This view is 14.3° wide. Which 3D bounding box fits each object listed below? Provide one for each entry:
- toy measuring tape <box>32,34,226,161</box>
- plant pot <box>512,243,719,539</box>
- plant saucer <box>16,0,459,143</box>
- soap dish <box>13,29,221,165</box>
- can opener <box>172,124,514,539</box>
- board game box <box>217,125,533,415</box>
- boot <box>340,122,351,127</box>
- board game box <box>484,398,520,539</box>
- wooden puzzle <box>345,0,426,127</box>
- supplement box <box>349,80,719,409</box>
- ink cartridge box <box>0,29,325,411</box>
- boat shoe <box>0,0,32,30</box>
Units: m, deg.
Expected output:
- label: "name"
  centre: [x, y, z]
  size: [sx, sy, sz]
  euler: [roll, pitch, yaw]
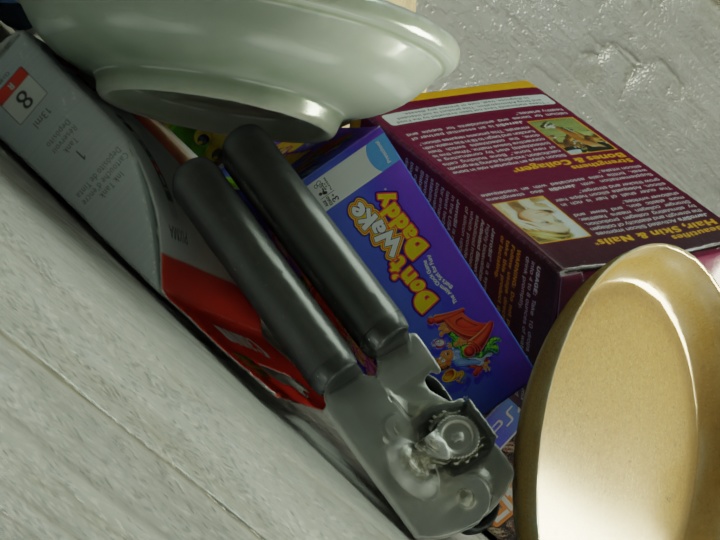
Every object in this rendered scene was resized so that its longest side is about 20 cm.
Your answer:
- label: "toy measuring tape"
  centre: [-0.133, -0.083, 1.502]
  size: [0.200, 0.074, 0.074]
  euler: [15, -17, 44]
- label: "plant pot"
  centre: [0.120, 0.088, 1.291]
  size: [0.027, 0.201, 0.200]
  euler: [3, -23, 35]
- label: "plant saucer"
  centre: [-0.058, -0.091, 1.242]
  size: [0.199, 0.050, 0.200]
  euler: [9, -7, 1]
- label: "soap dish"
  centre: [-0.140, -0.154, 1.662]
  size: [0.200, 0.081, 0.157]
  euler: [45, -15, 12]
- label: "can opener"
  centre: [-0.008, 0.032, 1.237]
  size: [0.200, 0.053, 0.067]
  euler: [53, -13, 10]
- label: "board game box"
  centre: [0.000, 0.000, 1.354]
  size: [0.135, 0.045, 0.200]
  euler: [57, -12, -10]
- label: "boot"
  centre: [-0.027, -0.154, 1.404]
  size: [0.200, 0.156, 0.077]
  euler: [4, 33, -49]
- label: "board game box"
  centre: [0.134, 0.124, 1.514]
  size: [0.200, 0.097, 0.159]
  euler: [42, 3, -6]
- label: "wooden puzzle"
  centre: [-0.001, -0.086, 1.704]
  size: [0.037, 0.186, 0.200]
  euler: [13, -20, 9]
- label: "supplement box"
  centre: [0.086, -0.013, 1.414]
  size: [0.110, 0.086, 0.200]
  euler: [-10, 31, -28]
- label: "ink cartridge box"
  centre: [-0.075, -0.017, 1.300]
  size: [0.200, 0.050, 0.162]
  euler: [40, 3, 15]
- label: "boat shoe"
  centre: [-0.168, -0.149, 1.458]
  size: [0.199, 0.069, 0.084]
  euler: [11, 29, -12]
